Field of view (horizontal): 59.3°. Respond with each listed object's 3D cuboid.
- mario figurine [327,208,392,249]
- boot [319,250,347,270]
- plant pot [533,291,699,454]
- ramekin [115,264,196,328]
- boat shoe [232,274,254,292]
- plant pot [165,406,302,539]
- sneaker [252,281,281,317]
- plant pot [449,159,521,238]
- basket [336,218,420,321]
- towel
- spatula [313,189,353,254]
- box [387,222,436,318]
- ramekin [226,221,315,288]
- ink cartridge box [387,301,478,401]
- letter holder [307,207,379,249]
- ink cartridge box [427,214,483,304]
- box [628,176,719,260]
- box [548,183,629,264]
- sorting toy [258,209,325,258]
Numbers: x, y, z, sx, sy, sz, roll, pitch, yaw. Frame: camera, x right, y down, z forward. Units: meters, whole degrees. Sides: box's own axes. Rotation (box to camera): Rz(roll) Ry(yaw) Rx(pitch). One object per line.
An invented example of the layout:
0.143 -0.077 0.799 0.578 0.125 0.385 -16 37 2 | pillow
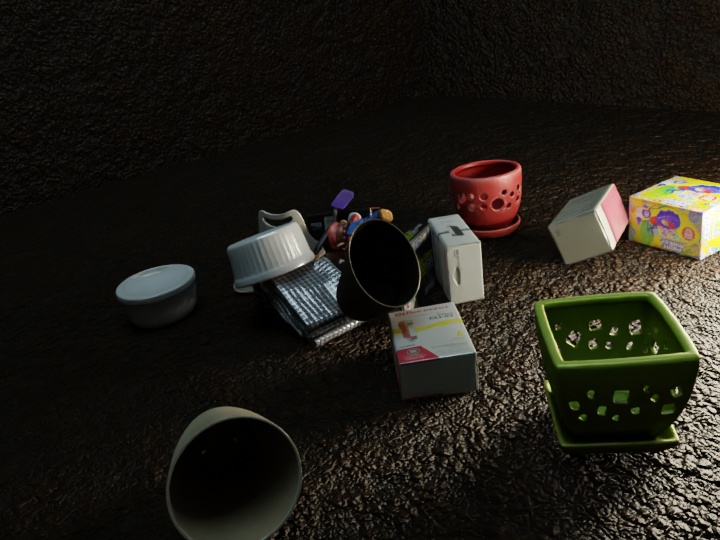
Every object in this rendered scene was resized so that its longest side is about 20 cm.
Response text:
0.002 -0.095 1.647 0.198 0.107 0.123 -12 20 39 | mario figurine
0.000 0.000 1.627 0.186 0.070 0.199 -12 20 -37 | boot
0.379 0.163 0.970 0.196 0.184 0.201 -5 23 8 | plant pot
-0.510 0.067 1.611 0.199 0.096 0.203 -8 24 4 | ramekin
-0.242 0.018 1.661 0.197 0.066 0.072 -4 22 10 | boat shoe
-0.201 0.281 0.949 0.185 0.190 0.200 -17 11 -18 | plant pot
-0.204 0.052 1.569 0.088 0.078 0.199 -22 35 -31 | sneaker
0.357 -0.201 1.791 0.197 0.185 0.201 -7 24 3 | plant pot
0.023 0.021 1.281 0.134 0.183 0.200 -16 -17 -19 | basket
-0.097 0.063 1.420 0.164 0.087 0.200 -23 46 -29 | towel
-0.078 -0.131 1.712 0.056 0.020 0.202 19 81 42 | spatula
0.113 0.000 1.457 0.044 0.163 0.200 4 26 29 | box
-0.214 -0.040 1.478 0.198 0.099 0.201 -21 8 3 | ramekin
0.133 0.149 1.210 0.143 0.085 0.201 -9 24 0 | ink cartridge box
-0.029 -0.121 1.799 0.197 0.102 0.142 -5 6 25 | letter holder
0.224 -0.030 1.502 0.082 0.146 0.201 -9 24 -2 | ink cartridge box
0.806 -0.134 1.559 0.191 0.124 0.199 -22 27 -25 | box
0.571 -0.117 1.575 0.127 0.110 0.200 -21 12 41 | box
-0.210 -0.080 1.725 0.197 0.183 0.107 1 25 23 | sorting toy
